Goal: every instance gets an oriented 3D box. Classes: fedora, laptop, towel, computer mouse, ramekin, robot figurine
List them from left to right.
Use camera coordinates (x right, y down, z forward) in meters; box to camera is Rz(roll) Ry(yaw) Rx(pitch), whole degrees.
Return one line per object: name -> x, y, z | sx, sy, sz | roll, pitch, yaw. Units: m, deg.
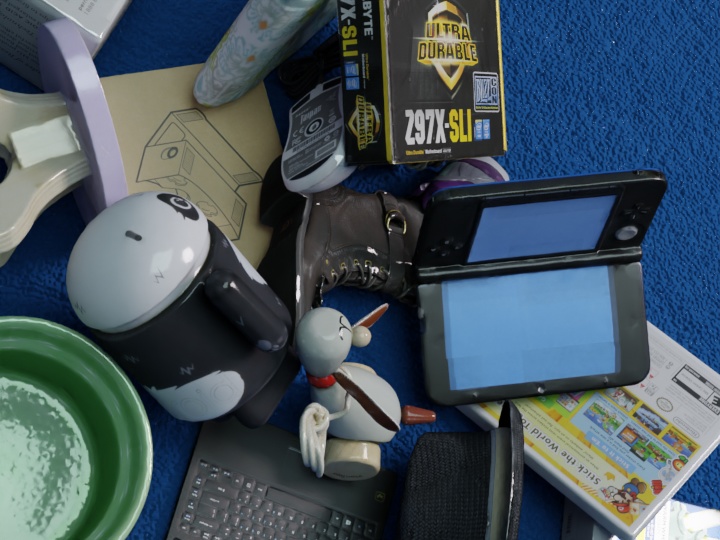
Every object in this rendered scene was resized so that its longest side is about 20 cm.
ramekin -> -0.262, 0.142, 1.222 | 0.199, 0.098, 0.201 | 7, 71, -21
robot figurine -> -0.129, 0.030, 1.239 | 0.200, 0.150, 0.125 | 50, 22, -32
laptop -> -0.054, 0.214, 1.288 | 0.177, 0.103, 0.201 | 23, 66, -16
towel -> -0.043, -0.229, 1.374 | 0.048, 0.171, 0.200 | 43, 50, 0
computer mouse -> -0.026, -0.124, 1.363 | 0.044, 0.109, 0.200 | 45, 31, -32
fedora -> 0.076, 0.200, 1.325 | 0.091, 0.201, 0.201 | 6, 70, 0

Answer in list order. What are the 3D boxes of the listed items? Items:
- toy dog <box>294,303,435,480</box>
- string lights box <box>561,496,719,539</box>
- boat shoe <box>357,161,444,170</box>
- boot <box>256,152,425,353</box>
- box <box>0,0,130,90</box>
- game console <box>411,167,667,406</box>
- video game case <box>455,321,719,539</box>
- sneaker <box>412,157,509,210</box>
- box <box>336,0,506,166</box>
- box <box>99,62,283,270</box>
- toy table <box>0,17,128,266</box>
toy dog -> 0.007, 0.094, 1.295 | 0.096, 0.200, 0.132 | -5, 81, 4
string lights box -> 0.274, 0.256, 1.441 | 0.199, 0.059, 0.103 | 15, 67, -18
boat shoe -> 0.054, -0.124, 1.442 | 0.200, 0.072, 0.071 | -33, 92, -41
boot -> 0.000, 0.000, 1.381 | 0.174, 0.069, 0.201 | 21, 58, -31
box -> -0.262, -0.284, 1.335 | 0.200, 0.131, 0.199 | 33, 64, -12
game console -> 0.151, 0.015, 1.353 | 0.199, 0.171, 0.119 | -6, 61, -10
video game case -> 0.208, 0.113, 1.435 | 0.200, 0.023, 0.182 | 38, 61, 19
sneaker -> 0.133, -0.016, 1.438 | 0.200, 0.075, 0.087 | 41, 41, 12
box -> 0.052, -0.168, 1.343 | 0.200, 0.049, 0.160 | -9, 99, -59
box -> -0.136, -0.074, 1.385 | 0.163, 0.021, 0.201 | -12, 79, -28
toy table -> -0.253, -0.085, 1.257 | 0.117, 0.184, 0.201 | -20, 123, -19
